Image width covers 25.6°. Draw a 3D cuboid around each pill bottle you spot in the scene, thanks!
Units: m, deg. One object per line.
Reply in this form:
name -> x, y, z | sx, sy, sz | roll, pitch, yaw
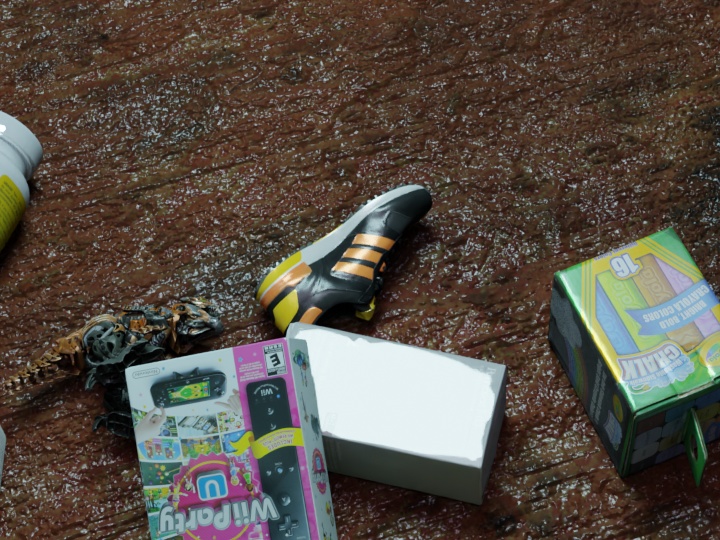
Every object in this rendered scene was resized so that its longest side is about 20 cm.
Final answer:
pill bottle -> -0.389, -0.055, 1.522 | 0.111, 0.113, 0.201 | 18, 60, 14

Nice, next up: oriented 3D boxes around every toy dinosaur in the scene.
toy dinosaur -> -0.220, 0.084, 1.452 | 0.199, 0.103, 0.136 | -33, 37, -1

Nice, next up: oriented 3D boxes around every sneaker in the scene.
sneaker -> 0.000, 0.000, 1.500 | 0.199, 0.070, 0.090 | -33, 76, -17

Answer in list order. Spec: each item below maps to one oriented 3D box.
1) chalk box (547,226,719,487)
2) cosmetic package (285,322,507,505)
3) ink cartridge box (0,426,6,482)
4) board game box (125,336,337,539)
chalk box -> 0.262, 0.089, 1.387 | 0.123, 0.125, 0.201 | -21, 59, -10
cosmetic package -> 0.025, 0.126, 1.398 | 0.198, 0.090, 0.108 | 8, 60, 12
ink cartridge box -> -0.354, 0.207, 1.350 | 0.066, 0.117, 0.202 | -2, 57, 1
board game box -> -0.105, 0.168, 1.330 | 0.146, 0.064, 0.202 | -11, 85, 10
